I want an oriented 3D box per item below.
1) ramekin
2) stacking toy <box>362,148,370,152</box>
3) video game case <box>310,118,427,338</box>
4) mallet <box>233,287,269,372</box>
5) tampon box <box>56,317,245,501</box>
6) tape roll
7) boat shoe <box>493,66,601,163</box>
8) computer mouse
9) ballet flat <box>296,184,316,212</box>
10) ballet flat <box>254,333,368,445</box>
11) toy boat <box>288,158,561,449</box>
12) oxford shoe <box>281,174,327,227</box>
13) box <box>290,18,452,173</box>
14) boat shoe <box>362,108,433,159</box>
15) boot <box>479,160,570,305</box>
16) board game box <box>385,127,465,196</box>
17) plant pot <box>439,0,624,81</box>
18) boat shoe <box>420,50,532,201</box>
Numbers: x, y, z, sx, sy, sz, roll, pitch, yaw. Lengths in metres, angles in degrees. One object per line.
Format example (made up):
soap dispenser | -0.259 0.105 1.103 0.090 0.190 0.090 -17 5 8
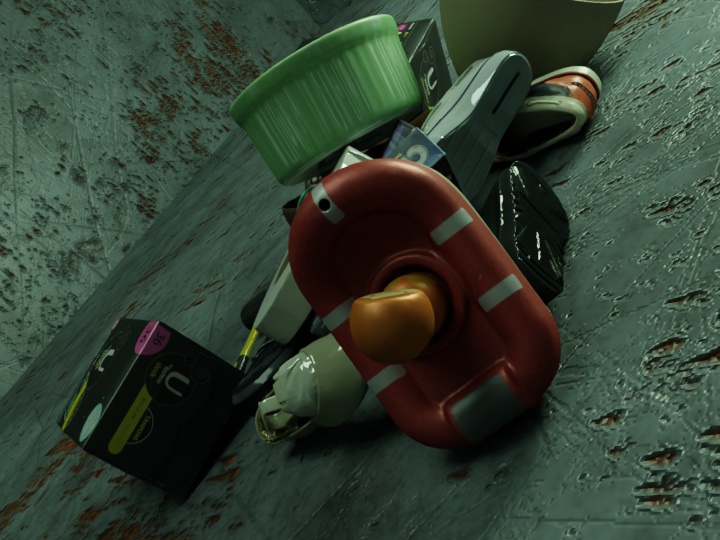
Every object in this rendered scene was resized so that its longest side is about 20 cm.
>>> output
ramekin | -0.029 -0.173 0.922 0.199 0.098 0.200 -30 2 1
stacking toy | -0.022 -0.079 1.140 0.200 0.085 0.086 -33 20 52
video game case | 0.003 -0.045 0.825 0.201 0.019 0.143 -62 9 10
mallet | -0.134 0.097 1.061 0.066 0.041 0.201 -38 23 32
tampon box | -0.240 0.149 0.988 0.199 0.126 0.151 -6 53 63
tape roll | -0.044 -0.026 0.853 0.204 0.037 0.203 -61 7 13
boat shoe | 0.154 -0.144 0.891 0.199 0.071 0.063 -18 34 48
computer mouse | -0.071 0.096 0.900 0.138 0.053 0.200 -39 8 18
ballet flat | -0.051 -0.029 1.073 0.068 0.062 0.201 -47 -14 -23
ballet flat | -0.048 0.105 0.726 0.070 0.069 0.200 -55 1 -31
toy boat | 0.031 0.023 0.557 0.130 0.201 0.131 -39 -7 19
oxford shoe | -0.037 -0.114 1.226 0.199 0.085 0.073 -33 19 29
box | 0.010 -0.225 1.147 0.198 0.150 0.125 -2 39 25
boat shoe | 0.060 -0.134 1.021 0.198 0.071 0.070 -25 -5 -12
boot | 0.087 0.010 0.705 0.162 0.073 0.199 -42 15 30
board game box | 0.033 -0.018 0.730 0.136 0.035 0.200 -45 -25 0
plant pot | 0.171 -0.260 0.959 0.201 0.198 0.136 -77 1 -60
boat shoe | 0.092 -0.124 0.835 0.201 0.074 0.067 -51 30 -17
